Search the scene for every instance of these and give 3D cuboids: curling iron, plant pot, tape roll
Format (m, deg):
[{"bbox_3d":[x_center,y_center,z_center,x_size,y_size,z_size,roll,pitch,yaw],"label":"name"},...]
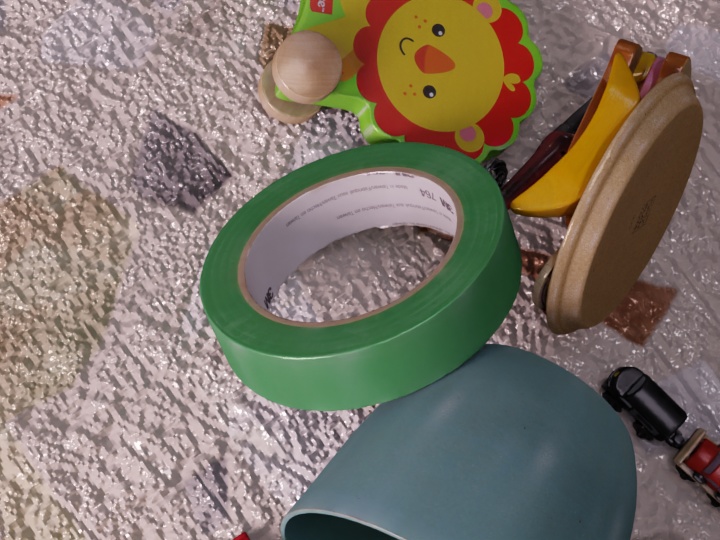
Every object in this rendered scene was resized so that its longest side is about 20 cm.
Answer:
[{"bbox_3d":[0.137,-0.090,1.266,0.200,0.050,0.026,-37,60,-22],"label":"curling iron"},{"bbox_3d":[0.076,0.144,1.132,0.200,0.201,0.161,34,64,1],"label":"plant pot"},{"bbox_3d":[0.000,0.000,1.159,0.199,0.048,0.201,-14,38,11],"label":"tape roll"}]

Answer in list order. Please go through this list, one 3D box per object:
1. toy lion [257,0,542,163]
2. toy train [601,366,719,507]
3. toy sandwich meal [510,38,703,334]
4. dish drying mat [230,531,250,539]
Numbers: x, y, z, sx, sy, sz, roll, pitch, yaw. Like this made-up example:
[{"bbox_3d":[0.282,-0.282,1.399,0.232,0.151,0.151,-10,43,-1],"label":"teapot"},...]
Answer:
[{"bbox_3d":[0.031,-0.167,1.264,0.190,0.069,0.201,6,76,-14],"label":"toy lion"},{"bbox_3d":[0.241,0.136,1.227,0.200,0.046,0.034,43,75,3],"label":"toy train"},{"bbox_3d":[0.156,-0.056,1.199,0.070,0.205,0.206,28,74,20],"label":"toy sandwich meal"},{"bbox_3d":[-0.058,0.271,1.168,0.076,0.018,0.201,-27,82,-12],"label":"dish drying mat"}]
